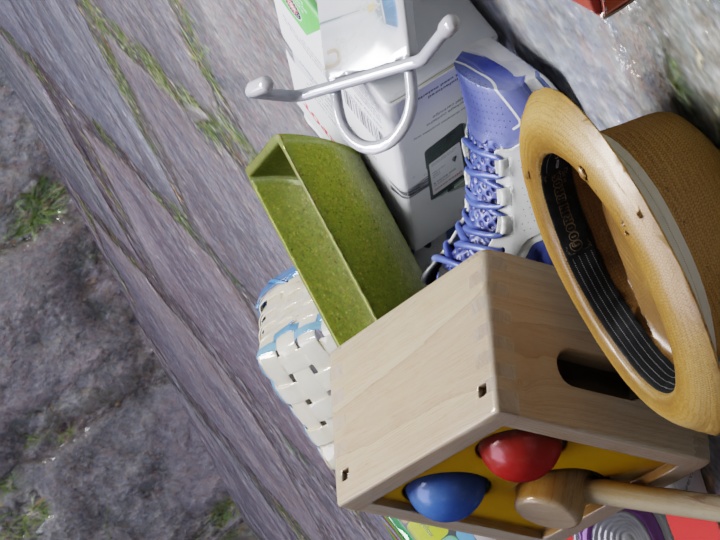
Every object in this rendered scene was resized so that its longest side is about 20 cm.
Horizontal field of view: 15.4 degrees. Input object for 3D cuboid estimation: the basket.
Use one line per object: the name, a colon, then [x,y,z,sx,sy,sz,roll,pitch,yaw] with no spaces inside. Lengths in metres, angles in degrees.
basket: [0.003,0.053,2.150,0.177,0.139,0.200,55,-159,-23]

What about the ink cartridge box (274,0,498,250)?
ink cartridge box: [0.019,-0.125,1.679,0.146,0.084,0.200,53,169,23]

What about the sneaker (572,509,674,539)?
sneaker: [0.181,0.201,1.685,0.100,0.075,0.201,-91,-13,-65]

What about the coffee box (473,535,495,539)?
coffee box: [0.149,0.190,1.944,0.200,0.113,0.080,60,169,-13]

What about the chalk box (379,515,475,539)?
chalk box: [0.088,0.192,2.133,0.125,0.124,0.200,52,176,26]

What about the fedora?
fedora: [0.158,-0.016,1.384,0.201,0.082,0.201,58,168,20]

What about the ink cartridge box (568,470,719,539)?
ink cartridge box: [0.147,0.140,1.766,0.160,0.050,0.200,6,137,28]

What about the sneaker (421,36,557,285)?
sneaker: [0.087,-0.027,1.579,0.081,0.115,0.200,41,161,53]

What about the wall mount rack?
wall mount rack: [0.002,-0.173,1.516,0.173,0.074,0.201,-14,79,40]

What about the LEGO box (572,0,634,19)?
LEGO box: [0.065,-0.220,1.208,0.200,0.077,0.149,41,161,55]

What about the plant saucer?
plant saucer: [0.000,0.000,1.746,0.200,0.048,0.200,62,171,0]

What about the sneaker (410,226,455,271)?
sneaker: [0.024,-0.078,1.806,0.200,0.082,0.074,55,171,28]

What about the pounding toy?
pounding toy: [0.117,0.096,1.540,0.184,0.199,0.143,-35,49,46]
